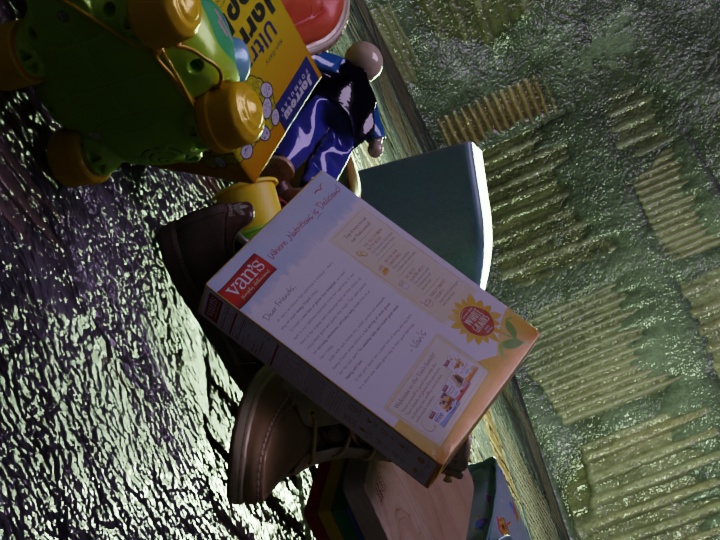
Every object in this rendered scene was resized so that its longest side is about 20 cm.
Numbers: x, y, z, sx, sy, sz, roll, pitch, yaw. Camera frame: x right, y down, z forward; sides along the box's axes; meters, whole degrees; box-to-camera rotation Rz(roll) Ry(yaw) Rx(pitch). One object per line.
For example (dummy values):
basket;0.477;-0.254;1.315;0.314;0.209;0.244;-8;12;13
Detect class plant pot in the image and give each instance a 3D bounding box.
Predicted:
plant pot;0.089;-0.049;1.857;0.196;0.194;0.203;-1;77;-81

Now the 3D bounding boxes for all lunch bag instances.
lunch bag;0.114;0.313;1.339;0.201;0.121;0.172;-79;148;-60

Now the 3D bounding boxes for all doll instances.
doll;-0.028;-0.150;1.287;0.137;0.048;0.201;51;49;-25

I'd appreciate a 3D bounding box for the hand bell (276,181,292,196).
hand bell;-0.091;-0.116;1.327;0.104;0.103;0.202;-93;171;-65

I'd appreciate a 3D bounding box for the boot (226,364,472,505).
boot;0.000;0.113;0.947;0.200;0.154;0.074;-51;153;-65

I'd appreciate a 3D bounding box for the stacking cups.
stacking cups;-0.070;0.026;1.148;0.060;0.060;0.202;15;58;-79

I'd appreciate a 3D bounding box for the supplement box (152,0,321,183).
supplement box;-0.129;-0.170;0.944;0.109;0.109;0.201;-59;141;-25

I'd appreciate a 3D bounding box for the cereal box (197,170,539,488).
cereal box;0.007;0.035;0.936;0.199;0.144;0.040;37;-38;10

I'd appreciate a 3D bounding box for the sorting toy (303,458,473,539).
sorting toy;0.022;0.179;1.110;0.200;0.069;0.201;-73;147;-52

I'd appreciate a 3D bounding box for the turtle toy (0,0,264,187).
turtle toy;-0.139;-0.144;0.787;0.201;0.144;0.102;61;31;-36

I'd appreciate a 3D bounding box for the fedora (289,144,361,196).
fedora;-0.068;-0.143;1.412;0.201;0.081;0.203;156;-90;-85

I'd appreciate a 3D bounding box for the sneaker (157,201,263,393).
sneaker;-0.075;0.032;1.018;0.071;0.075;0.201;-103;167;-47

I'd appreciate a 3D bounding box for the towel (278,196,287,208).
towel;0.000;0.000;1.179;0.144;0.023;0.200;34;1;-25

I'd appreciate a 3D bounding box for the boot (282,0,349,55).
boot;-0.066;-0.244;1.221;0.200;0.074;0.108;-52;153;-45
